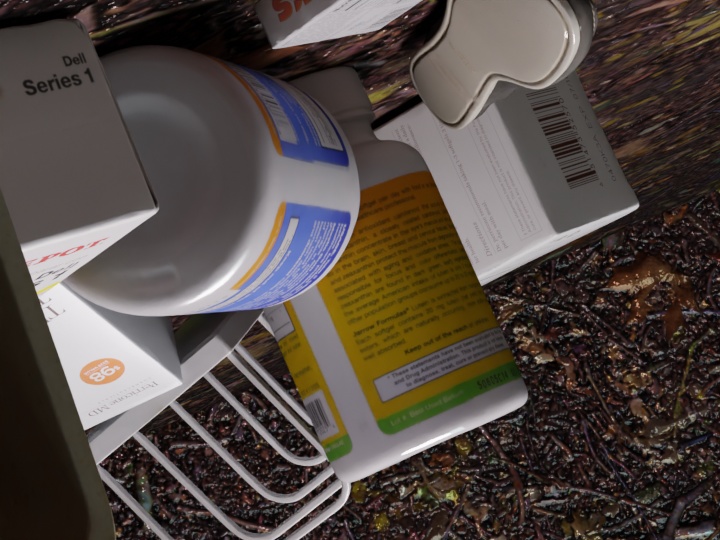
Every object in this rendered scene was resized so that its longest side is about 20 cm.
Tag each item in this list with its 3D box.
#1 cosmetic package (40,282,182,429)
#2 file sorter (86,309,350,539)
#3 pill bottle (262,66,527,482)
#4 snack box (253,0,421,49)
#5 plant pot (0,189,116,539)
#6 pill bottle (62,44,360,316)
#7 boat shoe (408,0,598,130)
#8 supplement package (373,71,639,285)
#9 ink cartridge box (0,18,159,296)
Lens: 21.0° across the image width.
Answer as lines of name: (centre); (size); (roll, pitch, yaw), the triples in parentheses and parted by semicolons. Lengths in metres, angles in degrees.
cosmetic package: (-0.218, 0.051, 1.025); (0.200, 0.052, 0.151); (-26, 145, 15)
file sorter: (-0.052, 0.073, 1.164); (0.139, 0.125, 0.200); (-40, -173, 31)
pill bottle: (0.000, 0.000, 1.022); (0.111, 0.200, 0.111); (-24, 175, -2)
snack box: (0.045, -0.144, 0.773); (0.072, 0.024, 0.200); (-16, 171, -47)
plant pot: (-0.195, 0.000, 0.379); (0.200, 0.200, 0.177); (-21, -175, -28)
pill bottle: (-0.064, -0.037, 0.877); (0.112, 0.112, 0.200); (-25, 174, 13)
boat shoe: (0.077, -0.121, 0.960); (0.057, 0.067, 0.200); (-39, -177, -16)
supplement package: (0.056, -0.044, 1.262); (0.200, 0.117, 0.117); (-27, 176, 37)
ink cartridge box: (-0.193, -0.009, 0.743); (0.145, 0.084, 0.200); (-19, 172, -42)
